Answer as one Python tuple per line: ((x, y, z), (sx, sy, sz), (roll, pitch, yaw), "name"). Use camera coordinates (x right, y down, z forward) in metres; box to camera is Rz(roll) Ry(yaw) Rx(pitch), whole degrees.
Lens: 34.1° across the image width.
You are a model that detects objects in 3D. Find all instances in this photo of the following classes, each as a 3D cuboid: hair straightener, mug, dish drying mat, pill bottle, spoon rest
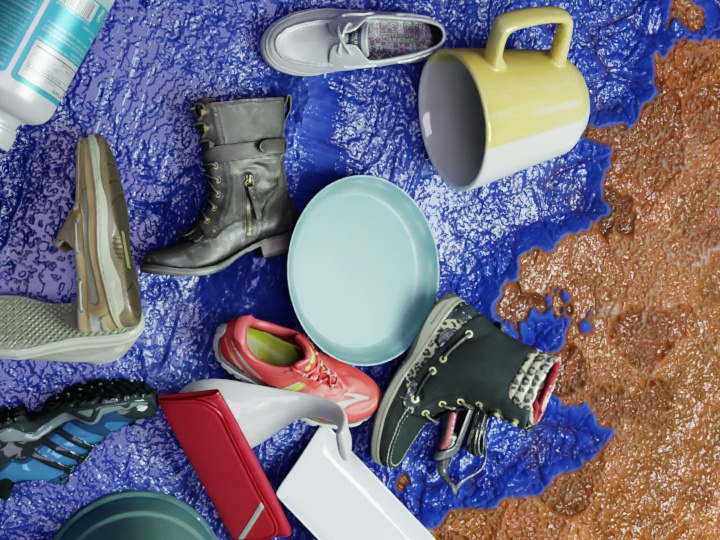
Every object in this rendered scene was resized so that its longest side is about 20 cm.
((0.134, 0.155, 1.325), (0.076, 0.041, 0.203), (13, 86, -17), "hair straightener")
((0.168, -0.176, 1.245), (0.151, 0.186, 0.151), (-12, 83, -22), "mug")
((-0.140, 0.207, 1.221), (0.076, 0.018, 0.202), (-8, 123, 25), "dish drying mat")
((-0.325, -0.220, 1.134), (0.110, 0.111, 0.202), (29, 86, -16), "pill bottle")
((-0.100, 0.156, 1.220), (0.197, 0.061, 0.100), (4, 127, 18), "spoon rest")

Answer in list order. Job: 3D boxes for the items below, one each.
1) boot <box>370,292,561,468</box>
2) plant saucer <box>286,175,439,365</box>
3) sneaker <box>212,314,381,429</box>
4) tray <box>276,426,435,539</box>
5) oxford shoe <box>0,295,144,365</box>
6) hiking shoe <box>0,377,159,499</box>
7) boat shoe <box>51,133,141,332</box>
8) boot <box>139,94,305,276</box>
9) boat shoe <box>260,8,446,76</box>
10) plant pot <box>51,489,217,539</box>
((0.110, 0.145, 1.259), (0.153, 0.073, 0.205), (27, 91, 26), "boot")
((0.000, 0.000, 1.258), (0.198, 0.027, 0.203), (1, 89, -35), "plant saucer")
((-0.061, 0.107, 1.237), (0.198, 0.085, 0.078), (25, 64, -17), "sneaker")
((-0.006, 0.275, 1.292), (0.200, 0.022, 0.108), (48, 52, -14), "tray")
((-0.319, 0.065, 1.187), (0.197, 0.058, 0.076), (-1, 54, -14), "oxford shoe")
((-0.298, 0.170, 1.201), (0.197, 0.074, 0.088), (-15, 106, -4), "hiking shoe")
((-0.272, -0.037, 1.170), (0.075, 0.072, 0.203), (-12, 74, 3), "boat shoe")
((-0.151, -0.091, 1.220), (0.198, 0.069, 0.176), (-16, 98, -24), "boot")
((-0.005, -0.242, 1.241), (0.197, 0.068, 0.073), (0, 95, -16), "boat shoe")
((-0.218, 0.343, 1.166), (0.198, 0.196, 0.203), (-2, 95, -16), "plant pot")
